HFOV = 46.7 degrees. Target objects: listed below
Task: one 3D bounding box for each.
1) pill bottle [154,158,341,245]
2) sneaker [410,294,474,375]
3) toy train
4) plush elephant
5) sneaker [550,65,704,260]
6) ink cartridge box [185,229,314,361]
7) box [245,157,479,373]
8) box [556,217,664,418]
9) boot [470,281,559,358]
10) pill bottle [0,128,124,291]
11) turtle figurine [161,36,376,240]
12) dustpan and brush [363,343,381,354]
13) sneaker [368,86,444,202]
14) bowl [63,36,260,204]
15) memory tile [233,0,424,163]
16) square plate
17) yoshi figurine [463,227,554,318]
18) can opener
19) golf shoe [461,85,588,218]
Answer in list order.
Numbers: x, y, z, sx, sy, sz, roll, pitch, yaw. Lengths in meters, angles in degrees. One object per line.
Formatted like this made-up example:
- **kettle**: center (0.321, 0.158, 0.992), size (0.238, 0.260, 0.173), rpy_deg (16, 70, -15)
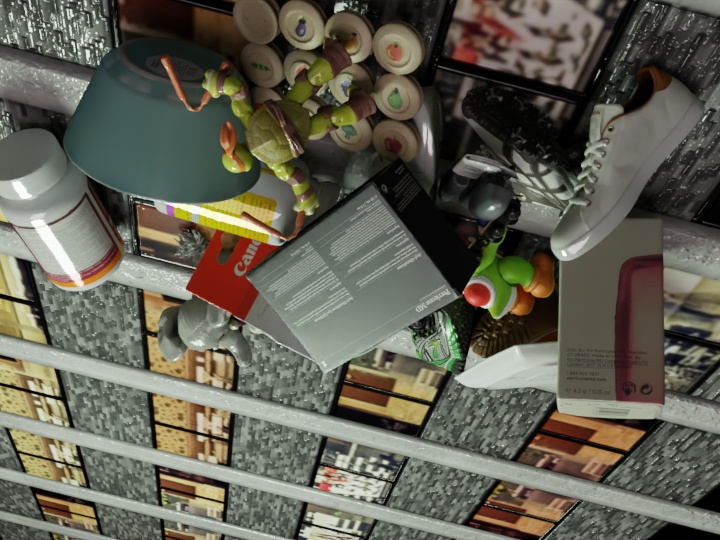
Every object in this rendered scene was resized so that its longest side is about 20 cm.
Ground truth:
- **pill bottle**: center (-0.127, -0.091, 0.954), size (0.199, 0.105, 0.104), rpy_deg (17, 143, -3)
- **sneaker**: center (0.105, 0.086, 1.116), size (0.085, 0.078, 0.200), rpy_deg (11, 153, 9)
- **toy train**: center (0.111, -0.015, 0.936), size (0.046, 0.200, 0.034), rpy_deg (41, 174, 12)
- **plush elephant**: center (-0.181, 0.054, 1.113), size (0.200, 0.156, 0.164), rpy_deg (34, 138, -26)
- **sneaker**: center (0.231, -0.105, 0.792), size (0.085, 0.200, 0.073), rpy_deg (38, 178, -13)
- **ink cartridge box**: center (-0.086, 0.004, 1.019), size (0.199, 0.163, 0.057), rpy_deg (30, 174, -25)
- **box**: center (0.000, 0.000, 0.868), size (0.200, 0.079, 0.141), rpy_deg (-32, 97, 35)
- **box**: center (0.273, 0.055, 0.916), size (0.108, 0.201, 0.128), rpy_deg (1, 165, 15)
- **boot**: center (0.244, 0.080, 1.077), size (0.199, 0.075, 0.107), rpy_deg (-24, 137, 27)
- **pill bottle**: center (-0.383, -0.074, 1.050), size (0.109, 0.110, 0.201), rpy_deg (2, 141, 14)
- **turtle figurine**: center (-0.073, -0.142, 0.757), size (0.201, 0.161, 0.064), rpy_deg (55, 167, -14)
- **dustpan and brush**: center (0.035, 0.027, 1.027), size (0.199, 0.141, 0.057), rpy_deg (-9, -176, -26)
- **sneaker**: center (0.047, -0.115, 0.900), size (0.080, 0.071, 0.201), rpy_deg (12, 143, 6)
- **bowl**: center (-0.188, -0.162, 0.835), size (0.199, 0.201, 0.106), rpy_deg (16, 121, -4)
- **memory tile**: center (-0.032, -0.188, 0.819), size (0.199, 0.017, 0.154), rpy_deg (18, 135, 18)
- **square plate**: center (0.248, 0.125, 1.085), size (0.197, 0.029, 0.200), rpy_deg (-2, 162, -17)
- **yoshi figurine**: center (0.127, -0.012, 1.010), size (0.199, 0.113, 0.112), rpy_deg (11, -174, -21)
- **can opener**: center (0.112, -0.085, 0.854), size (0.052, 0.067, 0.200), rpy_deg (18, 180, -3)
- **golf shoe**: center (0.173, -0.110, 0.861), size (0.199, 0.078, 0.094), rpy_deg (29, 140, -18)
